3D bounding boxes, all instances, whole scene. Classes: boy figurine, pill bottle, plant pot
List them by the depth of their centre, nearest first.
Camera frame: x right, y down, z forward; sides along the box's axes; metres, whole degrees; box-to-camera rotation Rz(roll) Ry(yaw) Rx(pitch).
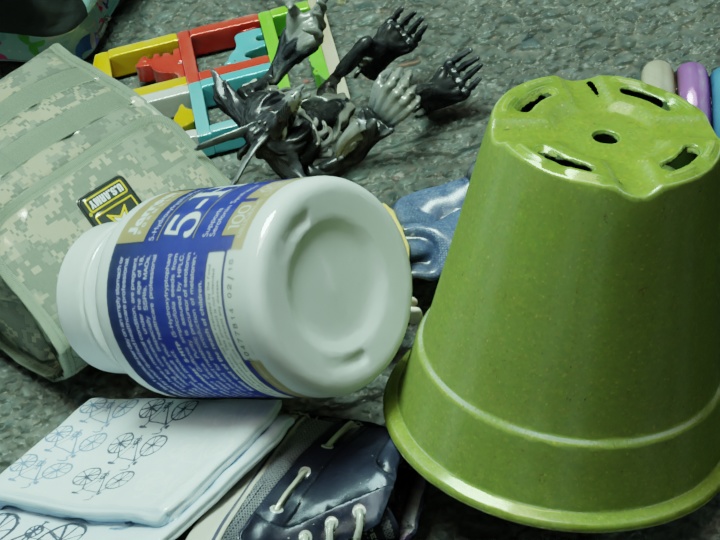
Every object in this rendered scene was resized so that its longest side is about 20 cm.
[{"bbox_3d":[0.119,0.003,1.277,0.199,0.191,0.200,4,31,-3],"label":"plant pot"},{"bbox_3d":[-0.078,0.012,1.341,0.199,0.120,0.120,-4,35,47],"label":"pill bottle"},{"bbox_3d":[0.000,0.000,1.453,0.199,0.065,0.124,-22,39,-9],"label":"boy figurine"}]

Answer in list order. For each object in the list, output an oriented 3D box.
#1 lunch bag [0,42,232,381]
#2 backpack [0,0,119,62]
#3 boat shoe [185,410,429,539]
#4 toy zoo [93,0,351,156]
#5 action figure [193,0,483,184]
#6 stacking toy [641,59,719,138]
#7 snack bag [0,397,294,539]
[{"bbox_3d":[-0.185,-0.033,1.507,0.164,0.118,0.200,-36,52,-29],"label":"lunch bag"},{"bbox_3d":[-0.250,-0.251,1.748,0.177,0.151,0.201,4,50,17],"label":"backpack"},{"bbox_3d":[-0.031,0.150,1.277,0.092,0.075,0.200,0,40,27],"label":"boat shoe"},{"bbox_3d":[-0.112,-0.125,1.663,0.199,0.021,0.131,-14,40,-1],"label":"toy zoo"},{"bbox_3d":[-0.016,-0.118,1.528,0.119,0.102,0.200,45,44,16],"label":"action figure"},{"bbox_3d":[0.274,-0.093,1.474,0.199,0.086,0.086,-3,41,7],"label":"stacking toy"},{"bbox_3d":[-0.158,0.134,1.322,0.188,0.021,0.200,-1,35,49],"label":"snack bag"}]
